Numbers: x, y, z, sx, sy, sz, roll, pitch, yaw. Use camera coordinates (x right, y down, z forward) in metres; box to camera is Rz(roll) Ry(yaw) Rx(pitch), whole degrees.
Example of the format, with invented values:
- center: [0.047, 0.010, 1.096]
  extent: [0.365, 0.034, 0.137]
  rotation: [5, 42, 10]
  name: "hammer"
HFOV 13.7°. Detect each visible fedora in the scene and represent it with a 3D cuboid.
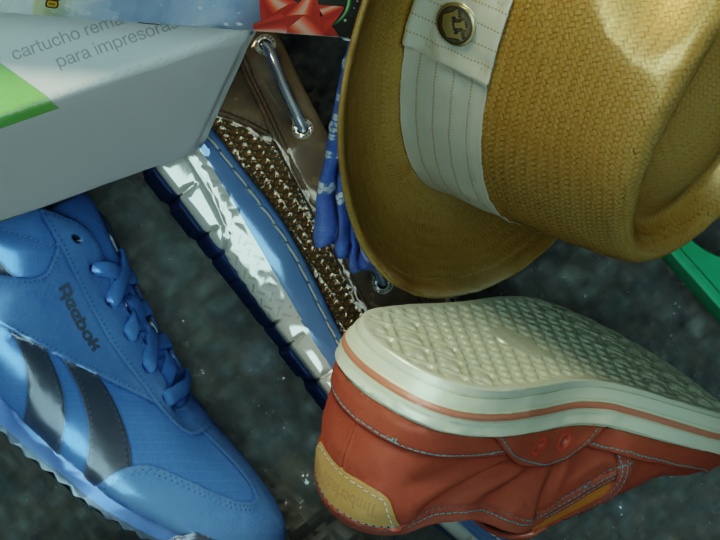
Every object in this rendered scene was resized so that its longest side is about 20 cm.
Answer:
- center: [0.079, -0.069, 0.856]
  extent: [0.082, 0.200, 0.201]
  rotation: [32, 94, 29]
  name: "fedora"

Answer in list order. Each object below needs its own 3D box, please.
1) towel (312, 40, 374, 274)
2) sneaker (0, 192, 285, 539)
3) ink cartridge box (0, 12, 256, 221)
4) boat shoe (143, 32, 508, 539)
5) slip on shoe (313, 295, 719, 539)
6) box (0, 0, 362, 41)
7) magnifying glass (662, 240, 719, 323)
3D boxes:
- center: [0.055, -0.101, 0.890]
  extent: [0.024, 0.145, 0.200]
  rotation: [35, 130, 30]
  name: "towel"
- center: [-0.092, 0.018, 0.959]
  extent: [0.200, 0.066, 0.078]
  rotation: [40, 93, -3]
  name: "sneaker"
- center: [-0.144, -0.114, 0.887]
  extent: [0.145, 0.084, 0.200]
  rotation: [-21, 73, -24]
  name: "ink cartridge box"
- center: [0.000, 0.000, 0.957]
  extent: [0.072, 0.072, 0.200]
  rotation: [-38, 98, -5]
  name: "boat shoe"
- center: [0.052, 0.049, 0.915]
  extent: [0.074, 0.200, 0.061]
  rotation: [35, 108, 30]
  name: "slip on shoe"
- center: [-0.048, -0.157, 0.780]
  extent: [0.136, 0.040, 0.200]
  rotation: [4, 126, -15]
  name: "box"
- center: [0.141, 0.019, 0.982]
  extent: [0.079, 0.022, 0.201]
  rotation: [-19, 96, -14]
  name: "magnifying glass"
